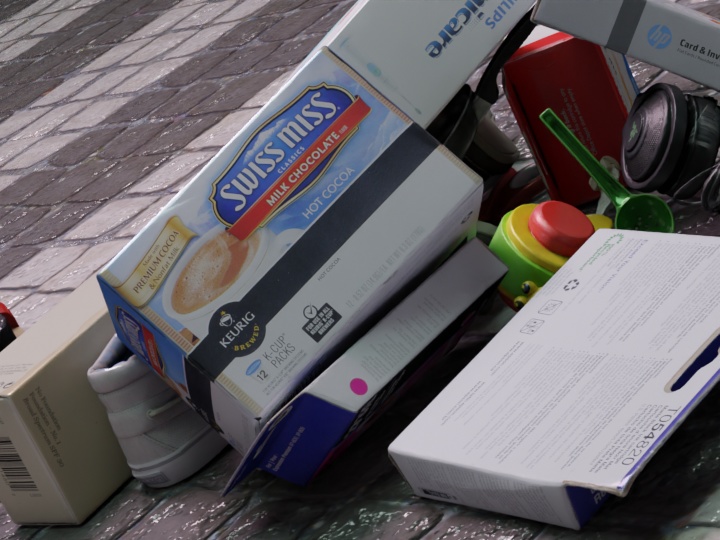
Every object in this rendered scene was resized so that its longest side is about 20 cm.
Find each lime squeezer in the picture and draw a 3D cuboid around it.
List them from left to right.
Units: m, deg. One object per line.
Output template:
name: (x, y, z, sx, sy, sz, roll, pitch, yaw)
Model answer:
lime squeezer: (0.179, -0.024, 1.369, 0.038, 0.071, 0.200, -31, 49, -5)

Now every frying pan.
frying pan: (0.064, -0.103, 1.506, 0.190, 0.031, 0.115, -51, 13, 3)

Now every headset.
headset: (0.218, -0.076, 1.345, 0.123, 0.094, 0.200, 22, 20, 6)

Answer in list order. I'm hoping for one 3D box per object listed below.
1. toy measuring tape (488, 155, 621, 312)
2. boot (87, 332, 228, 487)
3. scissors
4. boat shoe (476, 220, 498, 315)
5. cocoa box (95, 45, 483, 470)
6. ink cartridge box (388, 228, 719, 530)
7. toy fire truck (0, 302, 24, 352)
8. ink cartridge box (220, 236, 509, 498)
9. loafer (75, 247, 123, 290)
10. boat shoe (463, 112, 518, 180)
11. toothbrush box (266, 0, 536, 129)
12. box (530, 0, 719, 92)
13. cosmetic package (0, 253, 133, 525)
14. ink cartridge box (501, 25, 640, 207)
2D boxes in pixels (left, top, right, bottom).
toy measuring tape: (0.119, -0.027, 1.426, 0.073, 0.074, 0.200, -18, 26, 23)
boot: (-0.093, 0.047, 1.481, 0.073, 0.096, 0.200, -9, 25, 41)
scissors: (0.084, -0.027, 1.581, 0.073, 0.014, 0.200, -12, 24, 30)
boat shoe: (0.000, 0.000, 1.490, 0.200, 0.067, 0.057, -1, 67, 27)
cocoa box: (-0.041, -0.006, 1.366, 0.200, 0.131, 0.133, -46, -12, -13)
ink cartridge box: (0.140, 0.055, 1.217, 0.200, 0.041, 0.200, -44, 24, -24)
toy fire truck: (-0.322, 0.096, 1.650, 0.176, 0.129, 0.200, -30, 29, -13)
ink cartridge box: (0.004, 0.064, 1.338, 0.200, 0.037, 0.095, -38, -12, -36)
loafer: (-0.147, 0.005, 1.717, 0.071, 0.073, 0.200, -13, 14, 47)
boat shoe: (0.069, -0.094, 1.655, 0.057, 0.067, 0.200, -47, 13, 10)
toothbrush box: (0.021, -0.140, 1.508, 0.146, 0.085, 0.200, -49, 6, -16)
box: (0.212, -0.138, 1.415, 0.200, 0.041, 0.156, 23, 11, 9)
cosmetic package: (-0.166, 0.070, 1.507, 0.073, 0.104, 0.200, -6, 29, 44)
ink cartridge box: (0.149, -0.122, 1.582, 0.067, 0.116, 0.200, -21, 20, 13)
